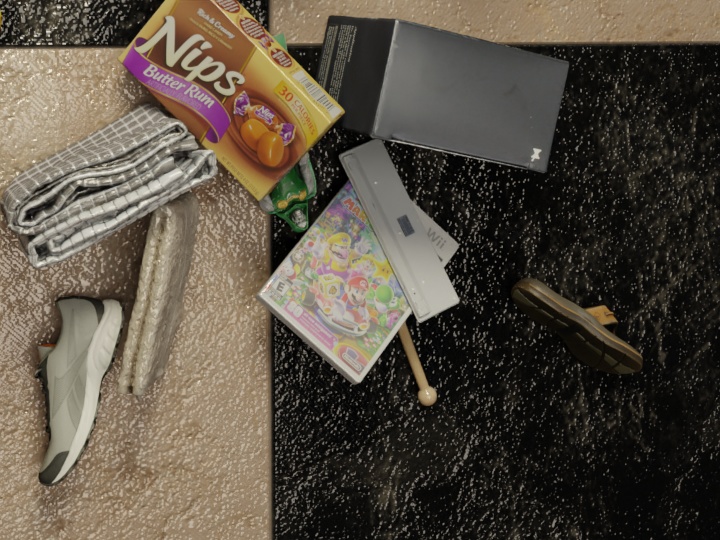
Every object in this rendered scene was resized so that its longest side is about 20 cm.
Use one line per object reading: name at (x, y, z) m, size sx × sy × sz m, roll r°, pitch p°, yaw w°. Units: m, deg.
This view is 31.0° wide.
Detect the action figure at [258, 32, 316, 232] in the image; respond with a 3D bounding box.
action figure at (-0.094, -0.131, 1.358) m, size 0.117 × 0.055 × 0.201 m, roll -26°, pitch 112°, yaw -13°

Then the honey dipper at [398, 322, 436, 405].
honey dipper at (0.048, 0.065, 1.460) m, size 0.038 × 0.038 × 0.201 m, roll -25°, pitch 108°, yaw -14°

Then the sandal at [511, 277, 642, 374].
sandal at (0.262, 0.059, 1.533) m, size 0.199 × 0.082 × 0.055 m, roll 35°, pitch 67°, yaw -17°

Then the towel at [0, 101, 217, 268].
towel at (-0.248, -0.087, 1.249) m, size 0.199 × 0.165 × 0.086 m, roll -30°, pitch 105°, yaw -12°

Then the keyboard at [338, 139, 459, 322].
keyboard at (0.042, -0.045, 1.403) m, size 0.056 × 0.011 × 0.201 m, roll -25°, pitch 89°, yaw -30°

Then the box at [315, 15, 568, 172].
box at (0.075, -0.183, 1.329) m, size 0.195 × 0.200 × 0.119 m, roll 9°, pitch 98°, yaw -23°

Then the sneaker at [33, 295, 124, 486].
sneaker at (-0.301, 0.121, 1.331) m, size 0.079 × 0.074 × 0.202 m, roll 15°, pitch 90°, yaw -13°

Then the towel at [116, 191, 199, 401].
towel at (-0.201, 0.024, 1.308) m, size 0.034 × 0.133 × 0.202 m, roll 12°, pitch 99°, yaw 1°

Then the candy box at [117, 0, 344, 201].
candy box at (-0.127, -0.182, 1.274) m, size 0.200 × 0.056 × 0.117 m, roll 45°, pitch 113°, yaw -4°

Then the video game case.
video game case at (0.000, 0.000, 1.390) m, size 0.143 × 0.018 × 0.200 m, roll 41°, pitch 67°, yaw -9°
